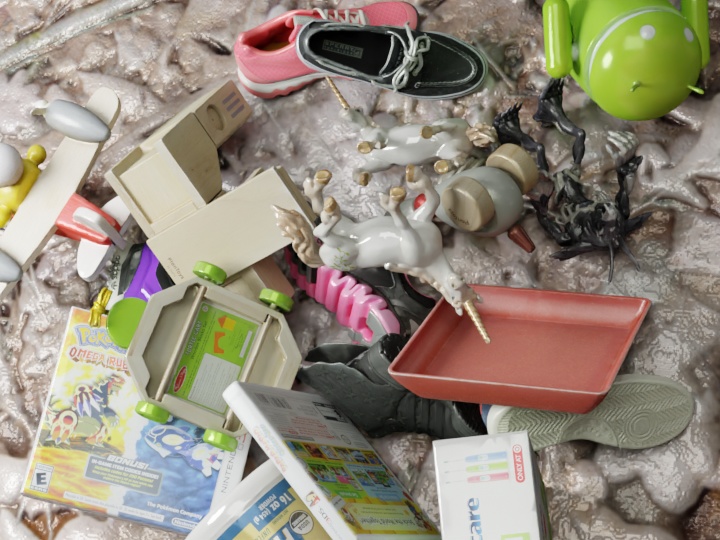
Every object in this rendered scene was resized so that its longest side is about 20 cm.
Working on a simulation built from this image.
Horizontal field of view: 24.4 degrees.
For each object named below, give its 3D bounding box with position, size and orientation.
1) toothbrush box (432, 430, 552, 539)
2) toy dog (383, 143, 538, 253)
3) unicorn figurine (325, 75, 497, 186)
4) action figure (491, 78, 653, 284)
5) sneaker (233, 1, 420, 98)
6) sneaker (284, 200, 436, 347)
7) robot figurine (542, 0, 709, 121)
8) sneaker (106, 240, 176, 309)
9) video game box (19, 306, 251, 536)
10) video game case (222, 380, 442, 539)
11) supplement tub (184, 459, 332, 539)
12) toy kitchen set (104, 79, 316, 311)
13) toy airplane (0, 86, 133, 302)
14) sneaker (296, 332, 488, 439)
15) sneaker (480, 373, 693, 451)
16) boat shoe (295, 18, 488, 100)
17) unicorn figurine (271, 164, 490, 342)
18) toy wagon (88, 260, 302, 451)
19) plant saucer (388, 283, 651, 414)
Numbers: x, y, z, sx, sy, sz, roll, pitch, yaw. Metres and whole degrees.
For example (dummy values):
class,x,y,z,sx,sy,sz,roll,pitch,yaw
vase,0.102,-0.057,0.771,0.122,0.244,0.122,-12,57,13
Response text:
class,x,y,z,sx,sy,sz,roll,pitch,yaw
toothbrush box,0.121,0.237,1.438,0.086,0.200,0.146,-8,68,9
toy dog,0.103,-0.045,1.576,0.132,0.200,0.096,-33,95,-12
unicorn figurine,0.040,-0.128,1.634,0.199,0.137,0.074,11,109,12
action figure,0.206,-0.087,1.597,0.119,0.102,0.200,-26,65,-12
sneaker,-0.036,-0.236,1.706,0.200,0.087,0.074,-17,65,4
sneaker,0.000,0.000,1.631,0.095,0.079,0.200,-25,60,-28
robot figurine,0.253,-0.221,1.606,0.175,0.116,0.200,-3,36,-20
sneaker,-0.201,0.063,1.639,0.099,0.070,0.201,0,70,9
video game box,-0.201,0.147,1.573,0.199,0.047,0.183,15,75,-9
video game case,-0.021,0.179,1.491,0.023,0.200,0.182,-45,67,11
supplement tub,-0.047,0.276,1.476,0.145,0.145,0.200,-43,81,-6
toy kitchen set,-0.104,-0.079,1.642,0.163,0.181,0.200,-27,104,29
toy airplane,-0.319,-0.073,1.646,0.199,0.141,0.200,-25,50,18
sneaker,0.044,0.126,1.569,0.200,0.104,0.060,37,42,-11
sneaker,0.205,0.119,1.533,0.199,0.085,0.075,0,109,-14
boat shoe,0.036,-0.214,1.659,0.199,0.068,0.074,14,95,-13
unicorn figurine,0.029,-0.026,1.497,0.199,0.138,0.074,10,48,26
toy wagon,-0.157,0.071,1.552,0.200,0.040,0.156,23,76,-6
plant saucer,0.150,0.073,1.517,0.199,0.200,0.037,4,114,20
